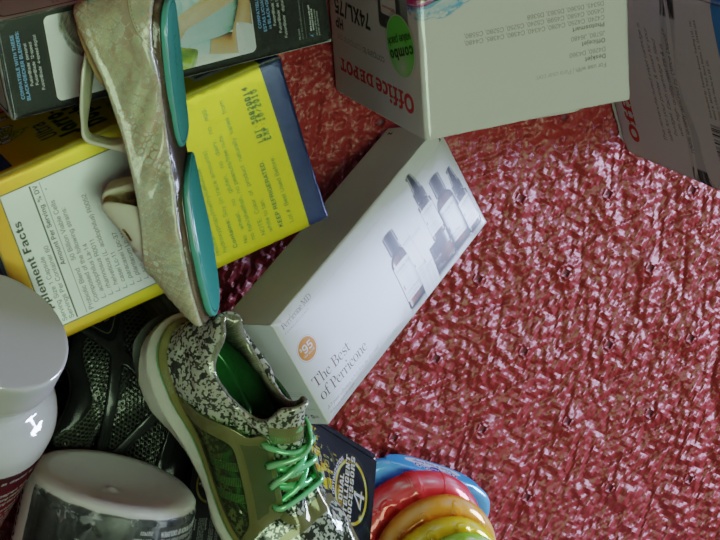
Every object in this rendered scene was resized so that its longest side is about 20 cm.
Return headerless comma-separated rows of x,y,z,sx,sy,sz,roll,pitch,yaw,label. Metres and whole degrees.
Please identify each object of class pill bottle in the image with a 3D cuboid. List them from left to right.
-0.242,0.098,1.185,0.112,0.114,0.200,12,132,-27,pill bottle
-0.170,0.218,1.244,0.105,0.106,0.202,9,103,-26,pill bottle

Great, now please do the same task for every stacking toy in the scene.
0.063,0.211,1.375,0.115,0.200,0.111,19,99,-27,stacking toy

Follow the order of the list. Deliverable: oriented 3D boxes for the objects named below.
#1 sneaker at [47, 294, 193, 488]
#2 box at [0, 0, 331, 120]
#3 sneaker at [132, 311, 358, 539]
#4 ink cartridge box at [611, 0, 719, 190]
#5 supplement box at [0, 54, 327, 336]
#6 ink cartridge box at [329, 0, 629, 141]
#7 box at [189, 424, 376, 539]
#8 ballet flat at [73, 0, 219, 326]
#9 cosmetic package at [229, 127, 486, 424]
-0.151,0.119,1.321,0.113,0.076,0.201,-17,110,-16,sneaker
-0.131,-0.153,1.216,0.198,0.117,0.061,-16,116,-20,box
-0.055,0.106,1.218,0.077,0.088,0.201,-40,99,-36,sneaker
0.241,-0.133,1.342,0.085,0.200,0.148,-26,116,-16,ink cartridge box
-0.139,-0.054,1.247,0.199,0.109,0.110,-24,115,-16,supplement box
0.068,-0.202,1.271,0.145,0.147,0.202,-13,111,-21,ink cartridge box
-0.053,0.190,1.317,0.161,0.049,0.202,36,53,-50,box
-0.122,-0.063,1.162,0.062,0.068,0.202,-5,111,6,ballet flat
0.000,0.000,1.313,0.200,0.050,0.083,-51,123,-34,cosmetic package
